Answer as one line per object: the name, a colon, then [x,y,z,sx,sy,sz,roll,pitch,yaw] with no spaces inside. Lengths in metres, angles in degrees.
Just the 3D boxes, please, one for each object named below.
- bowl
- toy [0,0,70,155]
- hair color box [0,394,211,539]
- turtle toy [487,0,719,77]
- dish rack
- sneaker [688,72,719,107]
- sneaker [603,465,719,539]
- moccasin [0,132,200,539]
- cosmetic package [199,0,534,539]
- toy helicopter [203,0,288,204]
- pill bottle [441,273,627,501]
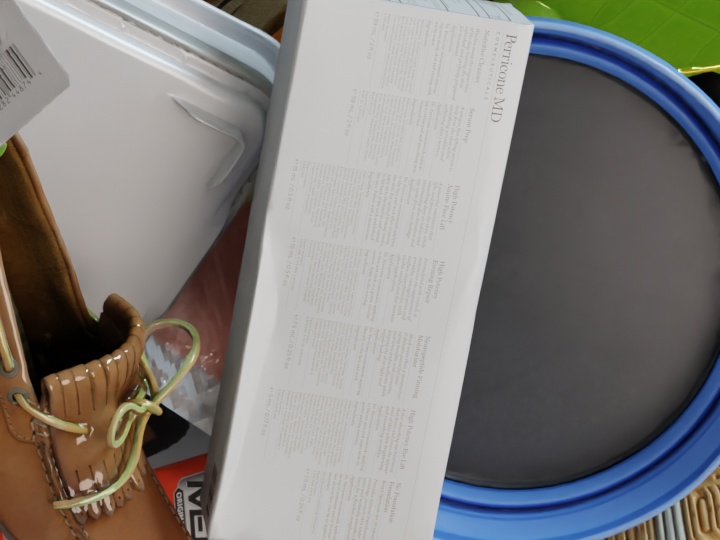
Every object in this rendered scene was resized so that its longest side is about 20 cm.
bowl: [0.057,0.005,1.069,0.200,0.039,0.201,1,102,2]
toy: [-0.180,-0.109,0.934,0.115,0.200,0.047,-38,170,25]
hair color box: [-0.156,0.102,1.078,0.200,0.101,0.061,-16,115,-31]
turtle toy: [0.120,-0.132,1.176,0.200,0.101,0.146,19,126,-45]
dish rack: [-0.133,-0.039,1.023,0.200,0.044,0.172,25,112,-27]
sneaker: [0.112,0.001,1.242,0.112,0.073,0.201,5,106,-37]
sneaker: [0.101,0.107,1.225,0.088,0.200,0.076,24,57,-47]
moccasin: [-0.103,0.033,0.992,0.202,0.078,0.074,67,24,-17]
cosmetic package: [0.000,0.000,1.020,0.082,0.051,0.201,9,103,-8]
toy helicopter: [-0.012,-0.040,1.156,0.132,0.079,0.201,-21,129,-37]
pill bottle: [0.025,0.077,1.166,0.112,0.112,0.200,27,107,-38]
